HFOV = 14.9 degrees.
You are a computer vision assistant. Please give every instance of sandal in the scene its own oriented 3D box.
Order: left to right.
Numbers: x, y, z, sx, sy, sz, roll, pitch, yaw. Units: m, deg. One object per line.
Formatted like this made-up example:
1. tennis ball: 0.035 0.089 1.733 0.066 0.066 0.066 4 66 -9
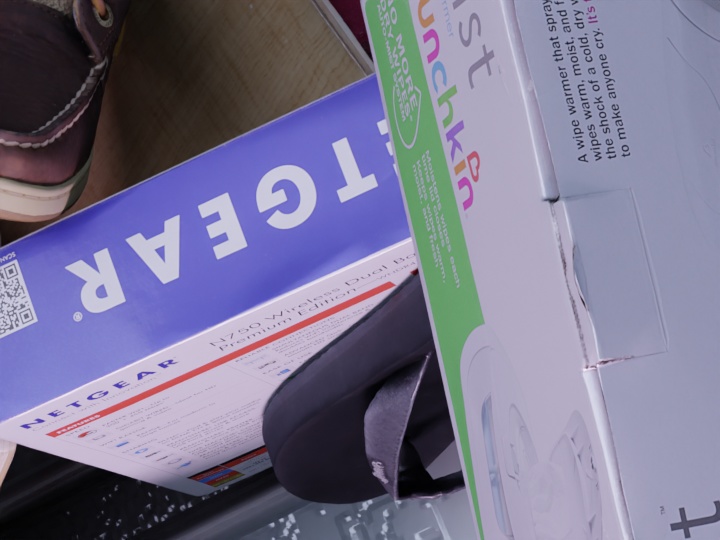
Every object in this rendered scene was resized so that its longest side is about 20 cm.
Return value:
1. sandal: 0.025 0.034 0.798 0.043 0.076 0.200 70 155 17

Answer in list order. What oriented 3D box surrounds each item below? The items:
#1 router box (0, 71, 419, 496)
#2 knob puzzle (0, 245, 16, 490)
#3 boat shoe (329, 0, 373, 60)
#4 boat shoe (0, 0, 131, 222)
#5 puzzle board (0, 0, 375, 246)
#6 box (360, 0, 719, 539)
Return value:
1. router box: 0.000 0.000 0.826 0.199 0.179 0.049 -24 74 11
2. knob puzzle: -0.133 -0.001 0.928 0.030 0.220 0.221 -1 83 -17
3. boat shoe: -0.039 -0.108 0.931 0.200 0.069 0.074 39 101 23
4. boat shoe: -0.101 -0.079 0.813 0.072 0.200 0.072 17 113 -3
5. puzzle board: -0.077 -0.058 0.924 0.151 0.017 0.200 54 136 14
6. box: 0.111 0.002 0.670 0.176 0.097 0.201 -9 80 -19
